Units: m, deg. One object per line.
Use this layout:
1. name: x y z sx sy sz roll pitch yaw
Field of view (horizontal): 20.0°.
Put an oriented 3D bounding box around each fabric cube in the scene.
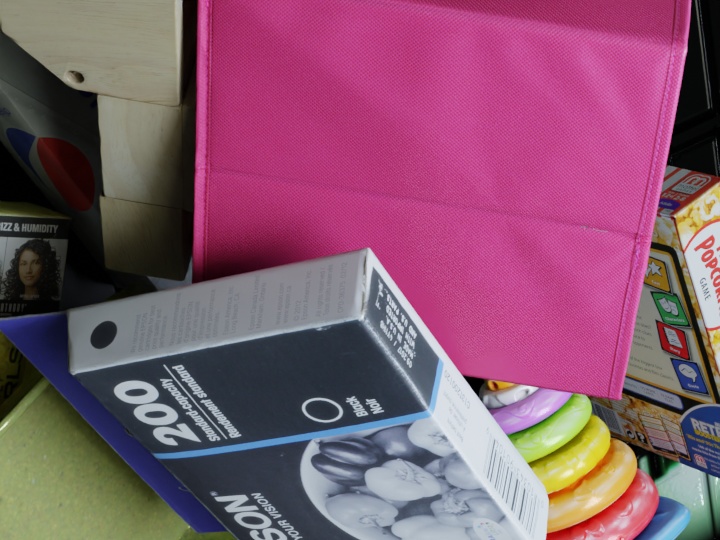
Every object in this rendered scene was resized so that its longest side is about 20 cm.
1. fabric cube: 0.040 -0.084 0.935 0.196 0.199 0.200 -77 173 -51

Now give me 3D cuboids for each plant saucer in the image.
1. plant saucer: -0.148 0.136 1.026 0.200 0.048 0.200 -49 133 -26

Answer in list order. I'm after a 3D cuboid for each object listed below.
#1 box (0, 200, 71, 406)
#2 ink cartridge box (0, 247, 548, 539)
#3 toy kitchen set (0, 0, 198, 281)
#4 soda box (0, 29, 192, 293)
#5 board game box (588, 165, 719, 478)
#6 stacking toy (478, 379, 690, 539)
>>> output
1. box: -0.200 0.064 1.026 0.075 0.050 0.200 4 100 -40
2. ink cartridge box: -0.042 0.078 0.942 0.198 0.200 0.043 53 38 -42
3. toy kitchen set: -0.145 -0.131 0.936 0.200 0.180 0.163 95 6 -52
4. soda box: -0.139 -0.074 1.028 0.068 0.063 0.200 -46 124 -18
5. board game box: 0.177 0.026 1.238 0.046 0.151 0.200 -35 121 -25
6. stacking toy: 0.105 0.098 1.249 0.110 0.116 0.200 -35 107 -29
